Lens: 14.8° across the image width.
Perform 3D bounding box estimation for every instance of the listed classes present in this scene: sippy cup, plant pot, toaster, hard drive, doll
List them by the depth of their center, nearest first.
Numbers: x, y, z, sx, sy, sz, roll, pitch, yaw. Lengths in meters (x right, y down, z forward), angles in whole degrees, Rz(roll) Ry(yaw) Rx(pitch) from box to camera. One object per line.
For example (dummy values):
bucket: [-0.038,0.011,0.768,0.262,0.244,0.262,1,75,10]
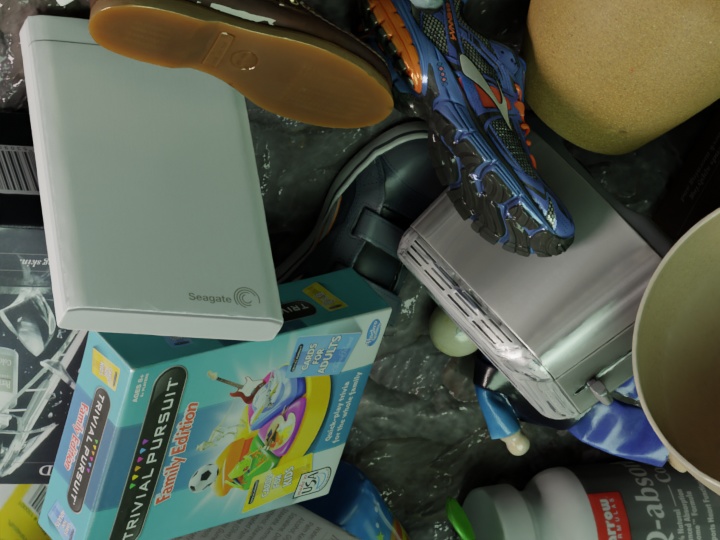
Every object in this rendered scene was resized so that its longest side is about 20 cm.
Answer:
hard drive: [-0.122,-0.055,1.599,0.131,0.201,0.027,4,148,-25]
plant pot: [0.271,0.066,1.625,0.200,0.201,0.135,-30,149,3]
plant pot: [0.179,-0.171,1.660,0.186,0.187,0.200,10,135,-28]
toaster: [0.113,-0.004,1.718,0.129,0.200,0.114,-42,149,-2]
doll: [0.139,0.064,1.868,0.199,0.048,0.137,20,85,-10]
sippy cup: [-0.019,0.206,1.897,0.178,0.139,0.131,-38,124,-22]

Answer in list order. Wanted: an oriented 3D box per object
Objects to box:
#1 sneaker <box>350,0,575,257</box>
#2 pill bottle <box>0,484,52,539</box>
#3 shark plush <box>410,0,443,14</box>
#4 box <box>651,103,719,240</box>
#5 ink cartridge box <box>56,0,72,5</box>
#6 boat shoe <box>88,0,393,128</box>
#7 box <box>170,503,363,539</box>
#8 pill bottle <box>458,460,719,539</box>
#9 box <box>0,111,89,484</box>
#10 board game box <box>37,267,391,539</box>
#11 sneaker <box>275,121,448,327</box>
sneaker: [0.075,-0.097,1.660,0.078,0.200,0.075,-28,166,-17]
pill bottle: [-0.264,0.194,1.723,0.114,0.200,0.115,20,142,17]
shark plush: [0.022,-0.246,1.597,0.083,0.091,0.200,-34,110,32]
box: [0.325,-0.025,1.800,0.164,0.200,0.166,13,121,-30]
ink cartridge box: [-0.178,-0.261,1.448,0.084,0.145,0.200,-28,131,3]
boat shoe: [-0.067,-0.146,1.624,0.199,0.071,0.070,21,139,-27]
box: [-0.124,0.256,1.779,0.171,0.200,0.199,28,128,10]
pill bottle: [0.179,0.195,1.968,0.199,0.116,0.116,-3,127,-20]
box: [-0.212,0.018,1.671,0.199,0.124,0.197,1,127,-23]
board game box: [-0.087,0.088,1.677,0.199,0.047,0.151,-13,134,-40]
sneaker: [0.000,0.000,1.770,0.078,0.080,0.200,26,112,-34]
